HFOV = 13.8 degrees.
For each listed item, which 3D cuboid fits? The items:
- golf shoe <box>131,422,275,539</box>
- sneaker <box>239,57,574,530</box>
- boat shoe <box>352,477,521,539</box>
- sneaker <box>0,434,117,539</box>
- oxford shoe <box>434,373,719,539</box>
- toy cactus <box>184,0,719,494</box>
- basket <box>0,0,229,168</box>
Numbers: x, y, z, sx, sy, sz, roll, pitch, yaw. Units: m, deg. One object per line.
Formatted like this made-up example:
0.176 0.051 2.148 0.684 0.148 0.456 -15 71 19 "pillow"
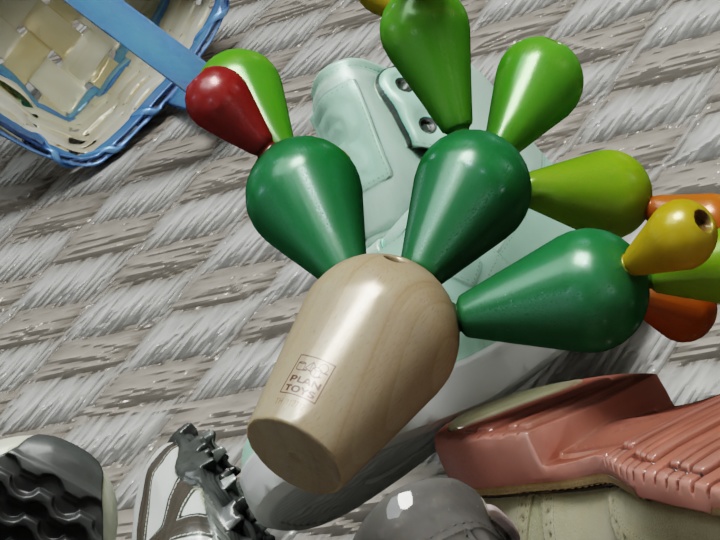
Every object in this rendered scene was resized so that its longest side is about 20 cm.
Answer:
-0.057 0.114 0.902 0.094 0.078 0.200 -34 21 1 "golf shoe"
0.000 0.000 0.930 0.074 0.118 0.200 -39 -4 37 "sneaker"
0.023 0.091 0.750 0.067 0.057 0.200 -34 -9 -10 "boat shoe"
-0.132 0.119 0.929 0.200 0.070 0.093 -61 5 24 "sneaker"
0.095 0.070 0.791 0.070 0.074 0.200 -20 10 -25 "oxford shoe"
0.025 -0.012 0.831 0.199 0.103 0.165 24 57 16 "toy cactus"
-0.145 -0.131 1.406 0.139 0.176 0.200 -53 12 -8 "basket"
